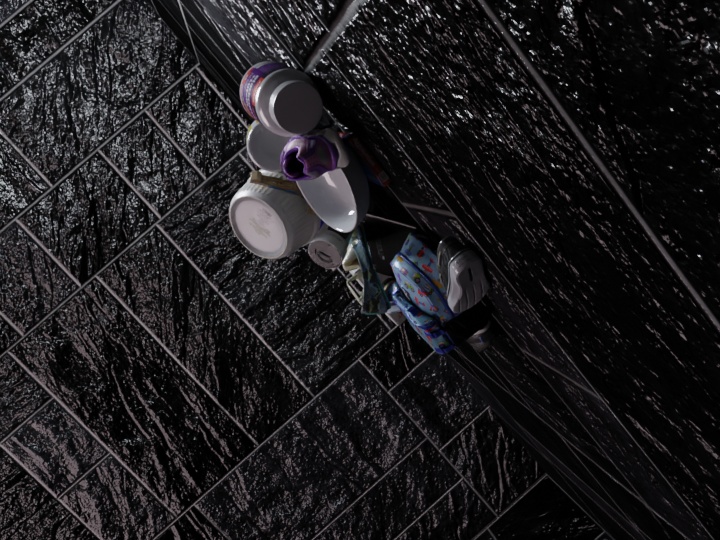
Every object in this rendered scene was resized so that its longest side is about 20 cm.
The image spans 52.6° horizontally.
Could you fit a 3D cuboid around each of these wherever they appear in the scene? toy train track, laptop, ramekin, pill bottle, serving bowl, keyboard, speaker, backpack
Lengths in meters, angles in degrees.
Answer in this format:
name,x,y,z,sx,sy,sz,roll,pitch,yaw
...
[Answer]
name,x,y,z,sx,sy,sz,roll,pitch,yaw
toy train track,-0.135,-0.184,1.559,0.200,0.115,0.033,11,149,-16
laptop,0.065,-0.089,1.516,0.200,0.116,0.187,17,146,25
ramekin,-0.200,-0.120,1.631,0.200,0.105,0.200,19,131,24
pill bottle,-0.132,-0.289,1.232,0.111,0.111,0.200,50,177,-29
pill bottle,-0.193,-0.284,1.597,0.114,0.114,0.200,50,-177,-17
serving bowl,-0.047,-0.172,1.323,0.200,0.066,0.200,43,153,28
keyboard,0.108,0.069,1.525,0.056,0.011,0.200,17,-162,40
speaker,-0.041,-0.094,1.609,0.081,0.200,0.081,16,136,16
backpack,0.129,0.035,1.357,0.183,0.135,0.200,48,176,44

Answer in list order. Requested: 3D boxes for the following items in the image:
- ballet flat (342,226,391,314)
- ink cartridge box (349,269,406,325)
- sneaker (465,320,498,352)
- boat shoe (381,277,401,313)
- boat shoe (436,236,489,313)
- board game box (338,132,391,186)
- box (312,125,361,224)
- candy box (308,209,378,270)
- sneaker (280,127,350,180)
name,x,y,z,sx,sy,sz,roll,pitch,yaw
ballet flat,0.000,0.000,1.433,0.074,0.074,0.200,52,-164,-56
ink cartridge box,0.080,0.016,1.831,0.200,0.146,0.084,49,177,-26
sneaker,0.217,0.126,1.545,0.112,0.073,0.200,48,164,-13
boat shoe,0.097,0.055,1.620,0.065,0.073,0.200,48,-170,36
boat shoe,0.163,0.003,1.179,0.071,0.072,0.200,58,172,26
board game box,-0.006,-0.208,1.336,0.103,0.019,0.200,52,177,-18
box,-0.063,-0.193,1.483,0.200,0.044,0.160,59,-168,-20
candy box,-0.065,-0.129,1.724,0.200,0.169,0.077,47,142,-1
sneaker,-0.101,-0.184,1.222,0.200,0.088,0.081,3,124,63
